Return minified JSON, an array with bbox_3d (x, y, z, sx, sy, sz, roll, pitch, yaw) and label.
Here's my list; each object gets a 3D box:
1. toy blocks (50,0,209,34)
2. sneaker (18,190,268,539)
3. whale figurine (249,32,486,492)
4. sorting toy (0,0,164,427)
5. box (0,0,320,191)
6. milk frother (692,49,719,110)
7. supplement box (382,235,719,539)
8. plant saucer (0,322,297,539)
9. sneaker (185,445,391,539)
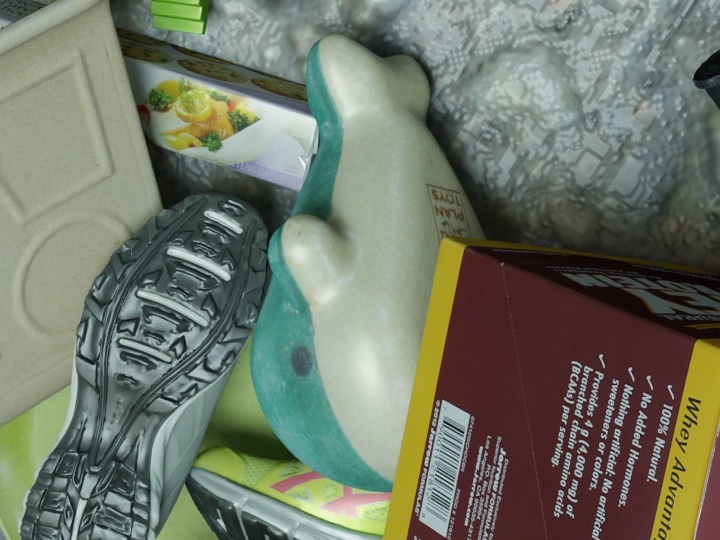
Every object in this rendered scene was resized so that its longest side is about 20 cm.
[{"bbox_3d":[-0.102,-0.158,0.917,0.199,0.137,0.101,9,95,10],"label":"toy blocks"},{"bbox_3d":[-0.099,0.055,0.980,0.074,0.079,0.201,25,99,4],"label":"sneaker"},{"bbox_3d":[0.000,0.000,0.947,0.103,0.159,0.201,-17,76,33],"label":"whale figurine"},{"bbox_3d":[-0.172,-0.011,0.930,0.036,0.185,0.201,36,147,39],"label":"sorting toy"},{"bbox_3d":[-0.108,-0.088,1.007,0.199,0.041,0.039,18,112,12],"label":"box"},{"bbox_3d":[0.230,-0.024,0.826,0.180,0.200,0.189,-27,99,45],"label":"milk frother"},{"bbox_3d":[0.116,0.106,0.819,0.132,0.200,0.198,7,99,-28],"label":"supplement box"},{"bbox_3d":[-0.094,0.098,1.071,0.199,0.031,0.201,5,110,15],"label":"plant saucer"},{"bbox_3d":[0.011,0.113,0.998,0.199,0.091,0.078,16,151,23],"label":"sneaker"}]
